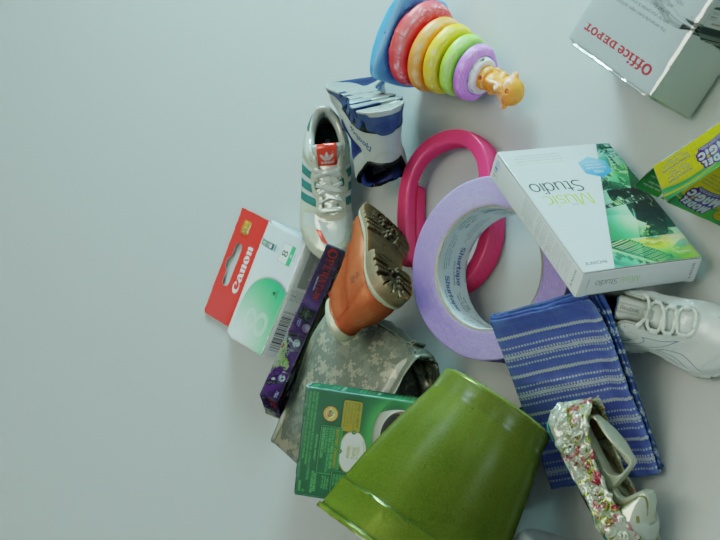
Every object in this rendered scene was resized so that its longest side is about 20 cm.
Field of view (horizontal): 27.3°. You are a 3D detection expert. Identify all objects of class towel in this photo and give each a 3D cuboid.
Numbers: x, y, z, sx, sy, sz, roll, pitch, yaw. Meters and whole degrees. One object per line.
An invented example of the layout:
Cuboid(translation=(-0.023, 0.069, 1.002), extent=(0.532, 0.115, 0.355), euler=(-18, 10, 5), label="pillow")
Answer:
Cuboid(translation=(0.217, 0.124, 1.514), extent=(0.144, 0.024, 0.202), euler=(-16, 97, 42), label="towel")

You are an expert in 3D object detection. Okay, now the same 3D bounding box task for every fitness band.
Cuboid(translation=(0.108, -0.067, 1.754), extent=(0.143, 0.037, 0.202), euler=(-15, 68, 39), label="fitness band")

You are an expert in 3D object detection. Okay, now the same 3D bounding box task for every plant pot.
Cuboid(translation=(0.090, 0.212, 1.501), extent=(0.200, 0.200, 0.194), euler=(27, 80, 46), label="plant pot")

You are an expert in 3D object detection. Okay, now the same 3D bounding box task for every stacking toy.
Cuboid(translation=(0.120, -0.245, 1.761), extent=(0.199, 0.109, 0.117), euler=(32, 107, 35), label="stacking toy")

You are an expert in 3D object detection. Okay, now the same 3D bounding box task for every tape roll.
Cuboid(translation=(0.156, 0.000, 1.630), extent=(0.199, 0.065, 0.202), euler=(-5, 82, 36), label="tape roll")

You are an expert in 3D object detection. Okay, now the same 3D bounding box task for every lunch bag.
Cuboid(translation=(0.006, 0.151, 1.726), extent=(0.164, 0.117, 0.202), euler=(33, 106, 47), label="lunch bag")

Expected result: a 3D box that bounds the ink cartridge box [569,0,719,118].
Cuboid(translation=(0.333, -0.284, 1.553), extent=(0.201, 0.084, 0.145), euler=(-57, 44, 14), label="ink cartridge box")

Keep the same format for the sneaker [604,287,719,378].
Cuboid(translation=(0.300, 0.056, 1.476), extent=(0.199, 0.087, 0.075), euler=(7, 76, 45), label="sneaker")

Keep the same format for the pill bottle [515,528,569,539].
Cuboid(translation=(0.172, 0.373, 1.484), extent=(0.114, 0.114, 0.202), euler=(29, 98, 46), label="pill bottle")

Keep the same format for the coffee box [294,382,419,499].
Cuboid(translation=(0.032, 0.196, 1.614), extent=(0.198, 0.044, 0.124), euler=(7, 92, 7), label="coffee box")

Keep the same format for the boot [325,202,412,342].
Cuboid(translation=(0.000, 0.000, 1.715), extent=(0.107, 0.075, 0.201), euler=(-44, 21, 24), label="boot")

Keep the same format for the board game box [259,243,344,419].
Cuboid(translation=(-0.068, 0.076, 1.802), extent=(0.120, 0.032, 0.201), euler=(104, -171, -76), label="board game box")

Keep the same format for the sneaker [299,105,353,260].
Cuboid(translation=(-0.046, -0.113, 1.868), extent=(0.070, 0.094, 0.202), euler=(-2, 67, 2), label="sneaker")

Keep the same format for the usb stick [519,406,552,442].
Cuboid(translation=(0.172, 0.177, 1.607), extent=(0.199, 0.032, 0.056), euler=(-28, 60, 36), label="usb stick")

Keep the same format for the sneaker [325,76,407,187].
Cuboid(translation=(0.009, -0.168, 1.833), extent=(0.200, 0.080, 0.116), euler=(-120, 22, -67), label="sneaker")

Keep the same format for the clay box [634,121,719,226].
Cuboid(translation=(0.375, -0.106, 1.431), extent=(0.200, 0.114, 0.048), euler=(-37, 54, 33), label="clay box")

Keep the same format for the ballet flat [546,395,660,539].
Cuboid(translation=(0.250, 0.213, 1.455), extent=(0.064, 0.075, 0.201), euler=(-36, 77, 32), label="ballet flat")

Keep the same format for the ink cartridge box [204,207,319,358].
Cuboid(translation=(-0.143, 0.010, 1.976), extent=(0.199, 0.050, 0.162), euler=(26, 96, 45), label="ink cartridge box")

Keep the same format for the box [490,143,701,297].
Cuboid(translation=(0.239, -0.057, 1.527), extent=(0.201, 0.143, 0.037), euler=(-119, 32, -41), label="box")
